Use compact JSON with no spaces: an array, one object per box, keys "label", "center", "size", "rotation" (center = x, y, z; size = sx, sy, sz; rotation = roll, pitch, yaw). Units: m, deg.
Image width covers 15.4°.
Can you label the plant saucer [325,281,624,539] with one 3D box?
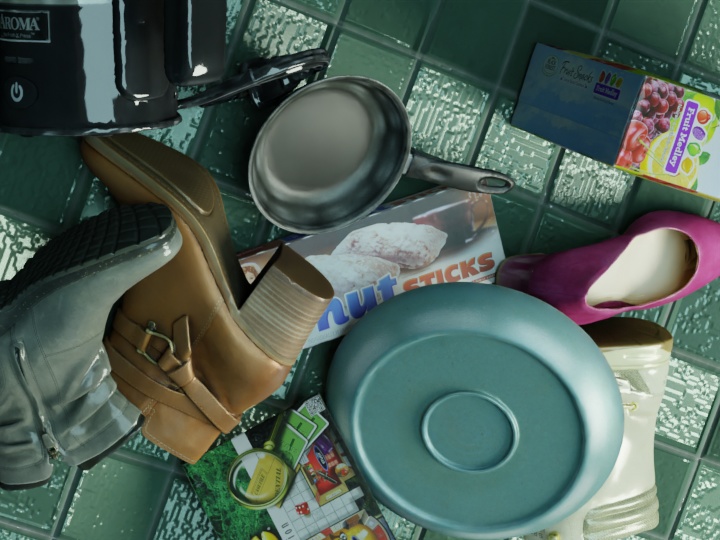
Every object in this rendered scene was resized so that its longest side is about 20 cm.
[{"label":"plant saucer","center":[0.072,0.100,1.747],"size":[0.199,0.027,0.201],"rotation":[5,121,9]}]

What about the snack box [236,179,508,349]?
[{"label":"snack box","center":[0.000,0.000,1.768],"size":[0.199,0.024,0.072],"rotation":[-19,104,-18]}]

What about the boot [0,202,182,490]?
[{"label":"boot","center":[-0.170,0.049,1.663],"size":[0.199,0.068,0.131],"rotation":[-28,113,18]}]

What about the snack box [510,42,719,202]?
[{"label":"snack box","center":[0.224,-0.085,1.766],"size":[0.199,0.169,0.068],"rotation":[17,96,-24]}]

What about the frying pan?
[{"label":"frying pan","center":[0.012,-0.085,1.725],"size":[0.189,0.031,0.116],"rotation":[-14,127,-20]}]

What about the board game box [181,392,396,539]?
[{"label":"board game box","center":[-0.026,0.191,1.735],"size":[0.104,0.023,0.201],"rotation":[-29,81,-2]}]

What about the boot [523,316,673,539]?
[{"label":"boot","center":[0.111,0.114,1.807],"size":[0.199,0.072,0.156],"rotation":[-3,110,-10]}]

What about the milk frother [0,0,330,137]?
[{"label":"milk frother","center":[-0.124,-0.185,1.644],"size":[0.200,0.179,0.190],"rotation":[-21,113,-62]}]

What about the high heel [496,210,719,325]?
[{"label":"high heel","center":[0.195,0.000,1.798],"size":[0.199,0.096,0.068],"rotation":[-2,100,-32]}]

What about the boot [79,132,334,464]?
[{"label":"boot","center":[-0.133,0.016,1.695],"size":[0.200,0.074,0.155],"rotation":[41,110,4]}]
